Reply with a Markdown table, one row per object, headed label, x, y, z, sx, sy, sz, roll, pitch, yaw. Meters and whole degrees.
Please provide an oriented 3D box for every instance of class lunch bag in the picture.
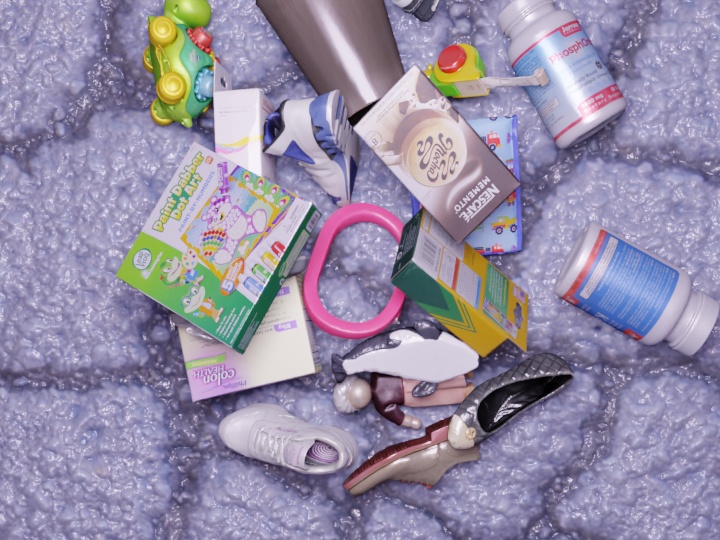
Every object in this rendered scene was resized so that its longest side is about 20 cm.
| label | x | y | z | sx | sy | sz | roll | pitch | yaw |
| --- | --- | --- | --- | --- | --- | --- | --- | --- | --- |
| lunch bag | 0.144 | -0.103 | 1.222 | 0.147 | 0.094 | 0.205 | -5 | 96 | 1 |

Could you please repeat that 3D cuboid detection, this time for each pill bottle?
| label | x | y | z | sx | sy | sz | roll | pitch | yaw |
| --- | --- | --- | --- | --- | --- | --- | --- | --- | --- |
| pill bottle | 0.368 | 0.030 | 1.180 | 0.197 | 0.112 | 0.114 | 29 | 89 | 6 |
| pill bottle | 0.269 | -0.278 | 1.205 | 0.107 | 0.109 | 0.203 | -30 | 86 | 1 |

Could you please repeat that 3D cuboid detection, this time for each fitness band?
| label | x | y | z | sx | sy | sz | roll | pitch | yaw |
| --- | --- | --- | --- | --- | --- | --- | --- | --- | --- |
| fitness band | 0.000 | 0.000 | 1.206 | 0.141 | 0.038 | 0.203 | 16 | 63 | 5 |

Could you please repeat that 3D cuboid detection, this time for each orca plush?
| label | x | y | z | sx | sy | sz | roll | pitch | yaw |
| --- | --- | --- | --- | --- | --- | --- | --- | --- | --- |
| orca plush | 0.060 | 0.114 | 1.192 | 0.196 | 0.071 | 0.107 | -18 | 107 | 7 |

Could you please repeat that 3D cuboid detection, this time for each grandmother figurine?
| label | x | y | z | sx | sy | sz | roll | pitch | yaw |
| --- | --- | --- | --- | --- | --- | --- | --- | --- | --- |
| grandmother figurine | 0.057 | 0.158 | 1.221 | 0.195 | 0.061 | 0.124 | -9 | 78 | 0 |

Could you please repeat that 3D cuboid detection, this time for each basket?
| label | x | y | z | sx | sy | sz | roll | pitch | yaw |
| --- | --- | --- | --- | --- | --- | --- | --- | --- | --- |
| basket | -0.024 | -0.313 | 1.217 | 0.178 | 0.136 | 0.203 | -25 | 89 | -12 |

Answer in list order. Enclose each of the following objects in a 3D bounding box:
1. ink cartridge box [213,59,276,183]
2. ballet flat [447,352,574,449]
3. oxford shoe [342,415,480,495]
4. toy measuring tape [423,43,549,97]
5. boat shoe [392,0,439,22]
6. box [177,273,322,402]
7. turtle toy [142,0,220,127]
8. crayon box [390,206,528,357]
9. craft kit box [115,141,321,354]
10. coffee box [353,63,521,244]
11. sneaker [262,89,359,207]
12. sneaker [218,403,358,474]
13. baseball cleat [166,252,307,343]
| label | x | y | z | sx | sy | sz | roll | pitch | yaw |
| --- | --- | --- | --- | --- | --- | --- | --- | --- | --- |
| ink cartridge box | -0.157 | -0.179 | 1.218 | 0.066 | 0.117 | 0.205 | -2 | 90 | 4 |
| ballet flat | 0.199 | 0.173 | 1.185 | 0.198 | 0.057 | 0.067 | -33 | 112 | -14 |
| oxford shoe | 0.071 | 0.270 | 1.208 | 0.197 | 0.070 | 0.076 | -26 | 91 | 3 |
| toy measuring tape | 0.168 | -0.278 | 1.210 | 0.197 | 0.073 | 0.075 | 2 | 86 | 36 |
| boat shoe | 0.100 | -0.448 | 1.252 | 0.060 | 0.075 | 0.204 | 28 | 77 | -33 |
| box | -0.159 | 0.060 | 1.220 | 0.172 | 0.097 | 0.205 | -13 | 85 | 3 |
| turtle toy | -0.248 | -0.300 | 1.235 | 0.099 | 0.145 | 0.205 | -8 | 87 | -19 |
| crayon box | 0.134 | 0.024 | 1.169 | 0.199 | 0.127 | 0.052 | 38 | 124 | -14 |
| craft kit box | -0.178 | -0.032 | 1.104 | 0.195 | 0.049 | 0.203 | 26 | 82 | 24 |
| coffee box | 0.098 | -0.149 | 1.131 | 0.113 | 0.080 | 0.200 | -43 | 96 | 11 |
| sneaker | -0.069 | -0.172 | 1.186 | 0.112 | 0.200 | 0.082 | 6 | 63 | 14 |
| sneaker | -0.101 | 0.230 | 1.205 | 0.195 | 0.100 | 0.077 | 9 | 89 | 6 |
| baseball cleat | -0.156 | 0.035 | 1.147 | 0.195 | 0.070 | 0.109 | -11 | 92 | 13 |
